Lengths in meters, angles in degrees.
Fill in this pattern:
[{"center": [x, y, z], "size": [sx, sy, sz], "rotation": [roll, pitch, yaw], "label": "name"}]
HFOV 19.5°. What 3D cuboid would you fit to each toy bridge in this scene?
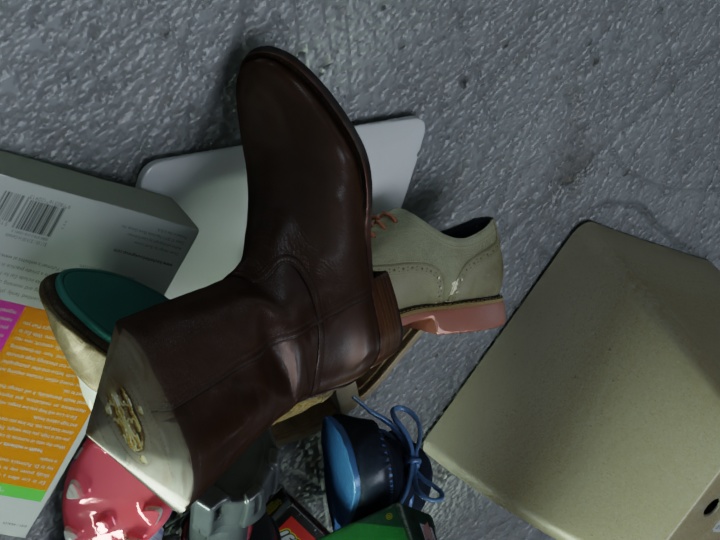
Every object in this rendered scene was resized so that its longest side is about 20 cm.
[{"center": [-0.016, 0.064, 1.304], "size": [0.200, 0.027, 0.067], "rotation": [-35, 148, -16], "label": "toy bridge"}]

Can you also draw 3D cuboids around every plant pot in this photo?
[{"center": [0.203, 0.112, 1.457], "size": [0.200, 0.177, 0.200], "rotation": [14, 116, -53], "label": "plant pot"}]

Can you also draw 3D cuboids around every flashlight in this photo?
[{"center": [-0.075, 0.141, 1.239], "size": [0.068, 0.068, 0.200], "rotation": [-13, 155, -13], "label": "flashlight"}]

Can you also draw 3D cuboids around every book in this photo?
[{"center": [-0.186, 0.040, 1.076], "size": [0.134, 0.048, 0.200], "rotation": [16, 114, -45], "label": "book"}]

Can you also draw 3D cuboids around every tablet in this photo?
[{"center": [-0.054, -0.021, 1.186], "size": [0.200, 0.014, 0.130], "rotation": [-13, 135, -40], "label": "tablet"}]

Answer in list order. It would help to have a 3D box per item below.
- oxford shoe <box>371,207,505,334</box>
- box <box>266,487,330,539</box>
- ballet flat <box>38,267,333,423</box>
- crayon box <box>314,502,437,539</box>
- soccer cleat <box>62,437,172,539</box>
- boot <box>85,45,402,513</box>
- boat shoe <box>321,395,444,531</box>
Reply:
[{"center": [0.000, 0.000, 1.214], "size": [0.200, 0.071, 0.074], "rotation": [-2, 97, -40], "label": "oxford shoe"}, {"center": [-0.029, 0.259, 1.384], "size": [0.137, 0.040, 0.200], "rotation": [-44, 107, -1], "label": "box"}, {"center": [-0.099, 0.050, 1.090], "size": [0.200, 0.068, 0.072], "rotation": [12, 133, -47], "label": "ballet flat"}, {"center": [-0.035, 0.235, 1.233], "size": [0.200, 0.127, 0.051], "rotation": [-27, 155, 17], "label": "crayon box"}, {"center": [-0.142, 0.154, 1.247], "size": [0.076, 0.067, 0.200], "rotation": [-60, 166, -63], "label": "soccer cleat"}, {"center": [-0.070, 0.000, 1.034], "size": [0.064, 0.187, 0.200], "rotation": [-15, -170, 43], "label": "boot"}, {"center": [0.012, 0.121, 1.314], "size": [0.069, 0.084, 0.200], "rotation": [-8, 173, -4], "label": "boat shoe"}]
